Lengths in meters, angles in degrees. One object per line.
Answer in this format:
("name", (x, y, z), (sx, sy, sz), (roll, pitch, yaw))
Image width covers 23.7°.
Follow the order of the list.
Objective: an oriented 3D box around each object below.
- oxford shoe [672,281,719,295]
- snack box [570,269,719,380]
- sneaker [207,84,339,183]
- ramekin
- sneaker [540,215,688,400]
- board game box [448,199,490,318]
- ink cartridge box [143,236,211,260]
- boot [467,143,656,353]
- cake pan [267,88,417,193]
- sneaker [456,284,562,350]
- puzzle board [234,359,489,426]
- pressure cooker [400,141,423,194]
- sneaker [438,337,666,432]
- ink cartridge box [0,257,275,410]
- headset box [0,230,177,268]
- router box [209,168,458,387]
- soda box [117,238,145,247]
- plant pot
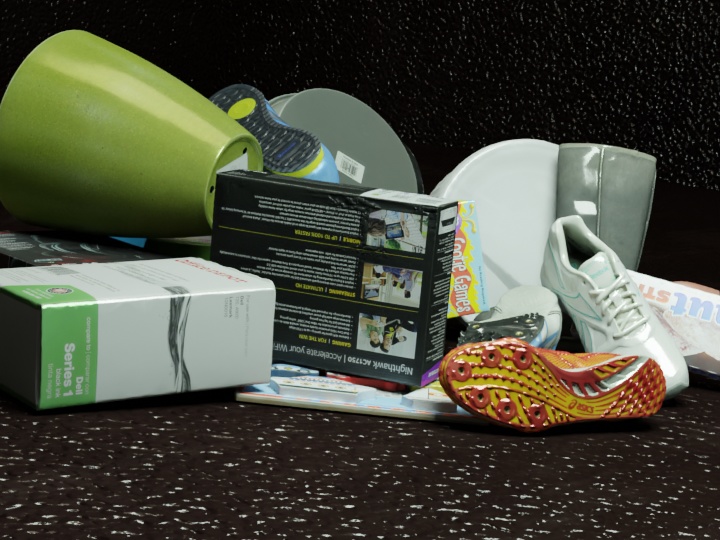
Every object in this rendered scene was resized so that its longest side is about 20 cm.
("oxford shoe", (0.379, 0.069, 1.677), (0.200, 0.071, 0.074), (9, 35, 20))
("snack box", (0.296, 0.053, 1.555), (0.200, 0.072, 0.024), (16, -14, 16))
("sneaker", (-0.084, -0.110, 1.614), (0.066, 0.078, 0.200), (-40, 42, -11))
("ramekin", (0.146, -0.026, 1.693), (0.202, 0.203, 0.094), (2, -3, -19))
("sneaker", (0.216, 0.033, 1.497), (0.070, 0.080, 0.200), (-27, 52, -13))
("board game box", (0.000, 0.000, 1.529), (0.200, 0.105, 0.103), (-10, 5, -17))
("ink cartridge box", (-0.136, -0.003, 1.715), (0.147, 0.076, 0.200), (5, 10, -2))
("boot", (0.193, -0.022, 1.622), (0.181, 0.200, 0.073), (5, -2, -18))
("cake pan", (-0.022, -0.098, 1.711), (0.200, 0.201, 0.037), (-2, -24, -40))
("sneaker", (0.132, 0.067, 1.464), (0.072, 0.073, 0.200), (-2, 12, 20))
("puzzle board", (0.004, 0.092, 1.393), (0.200, 0.017, 0.151), (5, 9, 1))
("pressure cooker", (-0.049, -0.069, 1.869), (0.200, 0.176, 0.179), (1, 12, -23))
("sneaker", (0.145, 0.095, 1.350), (0.200, 0.073, 0.077), (8, -10, -27))
("ink cartridge box", (-0.185, 0.044, 1.327), (0.200, 0.085, 0.146), (-3, 12, -33))
("headset box", (-0.269, 0.013, 1.532), (0.149, 0.077, 0.200), (-2, 13, -40))
("router box", (-0.027, 0.003, 1.400), (0.200, 0.150, 0.051), (10, 11, 22))
("soda box", (-0.177, -0.050, 1.788), (0.200, 0.068, 0.064), (-8, -22, 31))
("plant pot", (-0.195, -0.104, 1.549), (0.200, 0.188, 0.187), (18, 13, 24))
